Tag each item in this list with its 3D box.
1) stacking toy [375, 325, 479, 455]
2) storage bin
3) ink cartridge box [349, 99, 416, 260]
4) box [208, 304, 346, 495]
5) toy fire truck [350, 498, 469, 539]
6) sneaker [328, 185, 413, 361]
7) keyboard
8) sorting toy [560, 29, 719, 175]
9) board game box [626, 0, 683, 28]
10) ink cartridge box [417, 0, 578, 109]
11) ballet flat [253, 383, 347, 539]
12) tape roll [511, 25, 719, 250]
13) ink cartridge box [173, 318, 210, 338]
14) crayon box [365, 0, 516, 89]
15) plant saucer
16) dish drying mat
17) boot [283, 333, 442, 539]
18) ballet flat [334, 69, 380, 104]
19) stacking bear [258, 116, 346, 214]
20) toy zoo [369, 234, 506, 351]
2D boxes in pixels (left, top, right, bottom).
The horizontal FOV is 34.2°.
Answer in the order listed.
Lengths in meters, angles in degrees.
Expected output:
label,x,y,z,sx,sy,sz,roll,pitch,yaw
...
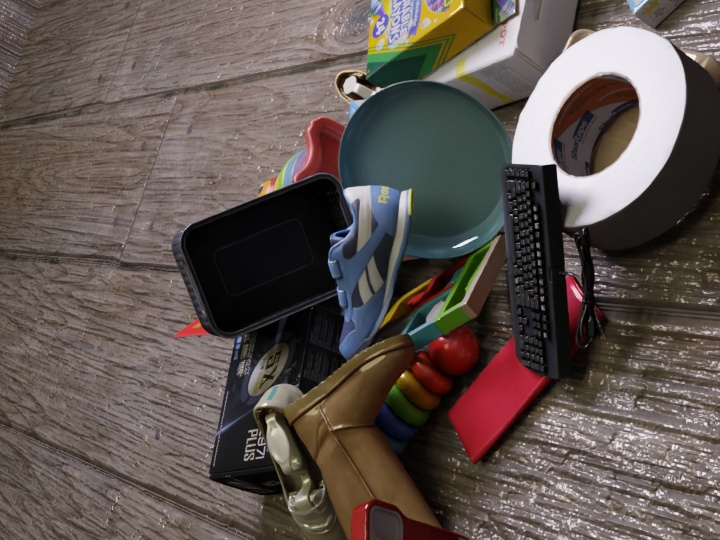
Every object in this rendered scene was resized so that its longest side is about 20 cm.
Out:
label,x,y,z,sx,sy,sz,roll,pitch,yaw
stacking toy,0.049,0.133,1.245,0.200,0.085,0.086,-49,37,17
storage bin,-0.104,-0.016,1.348,0.136,0.198,0.094,69,166,-5
ink cartridge box,0.034,-0.087,1.365,0.115,0.067,0.202,-131,38,-55
box,-0.089,0.159,1.409,0.163,0.086,0.202,-17,56,48
toy fire truck,0.053,0.319,1.036,0.112,0.167,0.202,-28,48,43
sneaker,0.000,0.000,1.260,0.074,0.081,0.202,-88,12,-75
keyboard,0.174,0.002,1.079,0.127,0.020,0.202,9,109,57
sorting toy,0.251,-0.141,1.174,0.200,0.036,0.186,31,96,52
board game box,0.339,-0.361,1.182,0.200,0.034,0.135,-43,39,30
ink cartridge box,0.148,-0.267,1.346,0.199,0.083,0.147,-11,60,52
ballet flat,-0.064,0.223,1.260,0.069,0.069,0.202,-19,94,48
tape roll,0.238,-0.124,1.098,0.199,0.066,0.202,-24,55,40
ink cartridge box,-0.137,0.023,1.505,0.176,0.045,0.199,-32,15,-35
crayon box,0.089,-0.302,1.328,0.199,0.051,0.127,-28,48,43
plant saucer,0.074,-0.109,1.251,0.200,0.200,0.027,-42,6,31
dish drying mat,0.162,0.098,1.159,0.201,0.018,0.077,-53,36,20
boot,0.030,0.189,1.182,0.175,0.066,0.201,-38,74,26
ballet flat,0.023,-0.214,1.507,0.069,0.063,0.200,-62,34,6
stacking bear,-0.070,-0.101,1.527,0.200,0.113,0.123,-24,47,59
toy zoo,0.069,0.047,1.261,0.199,0.020,0.131,-34,15,39
